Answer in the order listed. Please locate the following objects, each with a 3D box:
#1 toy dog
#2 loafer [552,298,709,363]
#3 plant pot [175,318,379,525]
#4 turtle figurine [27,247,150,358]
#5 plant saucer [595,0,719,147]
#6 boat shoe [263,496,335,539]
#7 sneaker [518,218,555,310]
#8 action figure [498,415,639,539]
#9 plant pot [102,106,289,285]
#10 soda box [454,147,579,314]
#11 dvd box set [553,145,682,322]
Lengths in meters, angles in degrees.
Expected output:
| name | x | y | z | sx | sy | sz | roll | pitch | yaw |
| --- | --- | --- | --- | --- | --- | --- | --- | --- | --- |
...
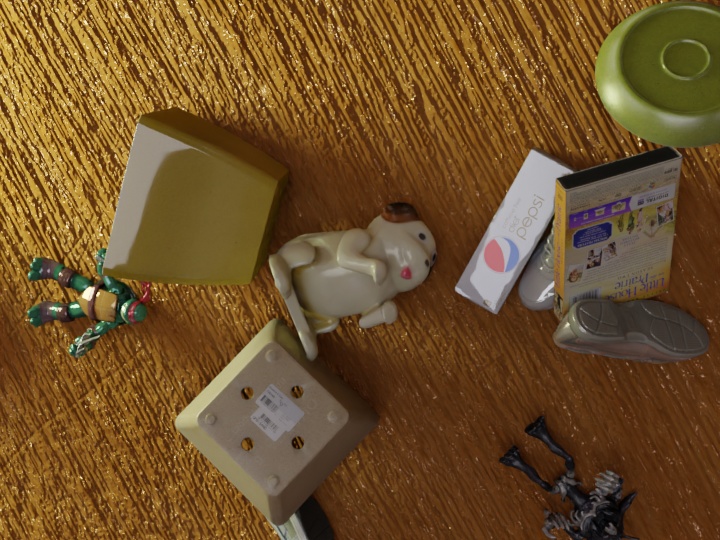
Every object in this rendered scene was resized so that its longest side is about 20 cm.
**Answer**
| name | x | y | z | sx | sy | sz | roll | pitch | yaw |
| --- | --- | --- | --- | --- | --- | --- | --- | --- | --- |
| toy dog | 0.000 | 0.000 | 1.349 | 0.199 | 0.194 | 0.140 | -20 | 110 | 0 |
| loafer | 0.322 | 0.076 | 1.292 | 0.199 | 0.072 | 0.063 | 9 | 146 | -23 |
| plant pot | -0.108 | 0.187 | 1.349 | 0.200 | 0.177 | 0.200 | 44 | 83 | 5 |
| turtle figurine | -0.362 | 0.045 | 1.466 | 0.199 | 0.101 | 0.150 | 10 | 86 | 28 |
| plant saucer | 0.369 | -0.233 | 1.226 | 0.199 | 0.031 | 0.201 | -3 | 66 | 7 |
| boat shoe | -0.100 | 0.332 | 1.459 | 0.065 | 0.074 | 0.202 | -36 | 85 | 22 |
| sneaker | 0.249 | -0.041 | 1.295 | 0.078 | 0.099 | 0.200 | 43 | 102 | 33 |
| action figure | 0.268 | 0.283 | 1.344 | 0.200 | 0.102 | 0.119 | 44 | 94 | 6 |
| plant pot | -0.196 | -0.083 | 1.367 | 0.176 | 0.200 | 0.201 | 16 | 102 | 0 |
| soda box | 0.192 | -0.050 | 1.330 | 0.063 | 0.068 | 0.201 | 29 | 104 | 8 |
| dvd box set | 0.294 | -0.038 | 1.247 | 0.146 | 0.029 | 0.201 | -17 | 130 | -10 |
